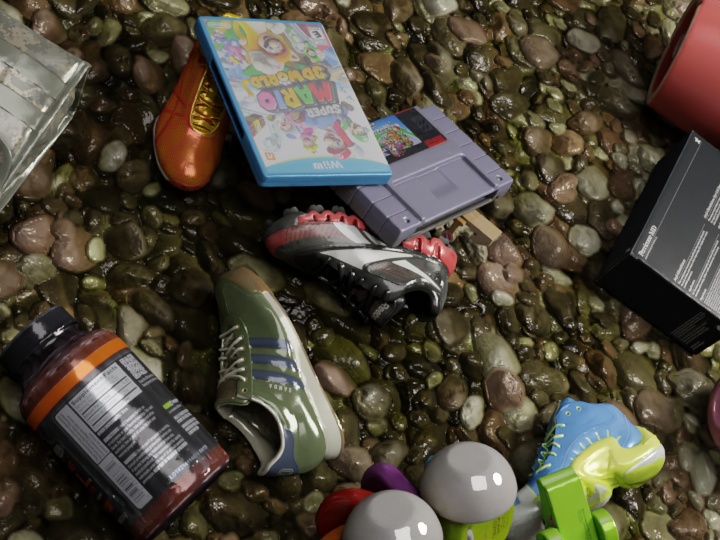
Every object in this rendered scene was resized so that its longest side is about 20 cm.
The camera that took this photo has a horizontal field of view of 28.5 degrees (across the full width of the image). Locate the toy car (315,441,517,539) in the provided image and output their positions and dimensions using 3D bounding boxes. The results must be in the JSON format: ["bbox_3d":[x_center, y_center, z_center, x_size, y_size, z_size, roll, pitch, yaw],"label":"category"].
[{"bbox_3d":[0.039,0.233,1.235,0.200,0.176,0.150,-28,41,-32],"label":"toy car"}]

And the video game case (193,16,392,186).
[{"bbox_3d":[-0.066,-0.164,1.360,0.143,0.018,0.201,-3,56,-34],"label":"video game case"}]

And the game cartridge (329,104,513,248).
[{"bbox_3d":[0.053,-0.101,1.421,0.130,0.038,0.200,48,41,14],"label":"game cartridge"}]

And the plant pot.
[{"bbox_3d":[0.436,-0.219,1.614,0.177,0.201,0.201,25,57,1],"label":"plant pot"}]

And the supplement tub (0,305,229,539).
[{"bbox_3d":[-0.212,0.124,1.193,0.200,0.107,0.107,46,56,5],"label":"supplement tub"}]

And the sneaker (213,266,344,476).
[{"bbox_3d":[-0.097,0.096,1.279,0.090,0.067,0.201,-22,78,-37],"label":"sneaker"}]

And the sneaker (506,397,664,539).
[{"bbox_3d":[0.194,0.188,1.371,0.199,0.076,0.105,-17,54,-29],"label":"sneaker"}]

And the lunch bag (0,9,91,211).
[{"bbox_3d":[-0.364,-0.135,1.255,0.164,0.118,0.200,32,62,-6],"label":"lunch bag"}]

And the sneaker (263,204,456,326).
[{"bbox_3d":[0.000,0.000,1.370,0.200,0.071,0.098,14,57,-18],"label":"sneaker"}]

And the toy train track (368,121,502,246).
[{"bbox_3d":[0.058,-0.088,1.462,0.200,0.033,0.115,41,39,10],"label":"toy train track"}]

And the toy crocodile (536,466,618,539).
[{"bbox_3d":[0.205,0.276,1.288,0.067,0.062,0.201,-23,95,-17],"label":"toy crocodile"}]

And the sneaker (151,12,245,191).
[{"bbox_3d":[-0.155,-0.169,1.387,0.073,0.077,0.201,18,60,-16],"label":"sneaker"}]

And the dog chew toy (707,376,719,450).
[{"bbox_3d":[0.459,0.159,1.465,0.199,0.124,0.125,16,59,-24],"label":"dog chew toy"}]

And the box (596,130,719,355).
[{"bbox_3d":[0.364,-0.032,1.543,0.141,0.079,0.200,38,56,-6],"label":"box"}]
